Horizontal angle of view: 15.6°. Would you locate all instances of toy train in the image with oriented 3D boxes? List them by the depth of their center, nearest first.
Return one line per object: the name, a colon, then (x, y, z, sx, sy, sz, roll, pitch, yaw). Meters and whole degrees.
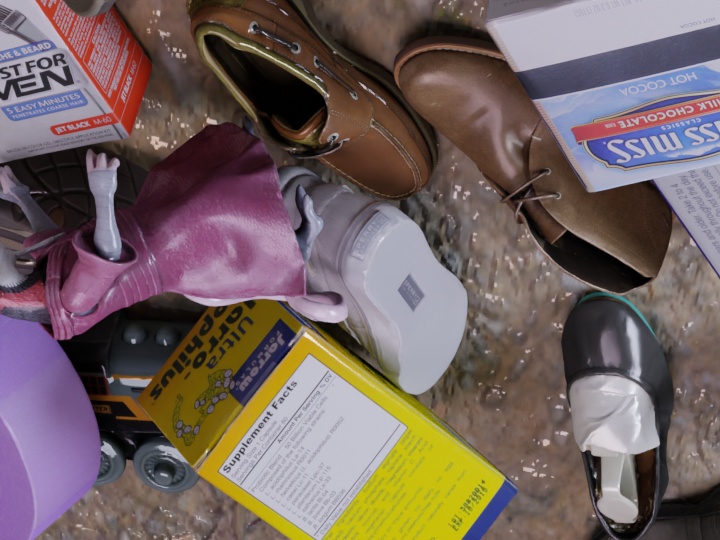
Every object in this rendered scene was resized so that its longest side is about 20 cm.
toy train: (-0.124, 0.081, 1.704, 0.198, 0.085, 0.115, 3, 130, 11)

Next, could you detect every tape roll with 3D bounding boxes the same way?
tape roll: (-0.260, 0.084, 1.684, 0.199, 0.066, 0.201, 28, 138, 28)

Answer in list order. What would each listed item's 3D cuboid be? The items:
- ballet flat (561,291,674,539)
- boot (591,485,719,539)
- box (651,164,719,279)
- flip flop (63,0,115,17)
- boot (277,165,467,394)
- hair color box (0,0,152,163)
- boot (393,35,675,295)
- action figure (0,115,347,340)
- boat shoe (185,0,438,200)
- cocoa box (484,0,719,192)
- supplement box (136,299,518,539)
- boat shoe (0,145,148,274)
ballet flat: (0.165, 0.102, 1.654, 0.067, 0.069, 0.201, 0, 138, 16)
boot: (0.214, 0.219, 1.730, 0.068, 0.131, 0.200, 35, 136, -27)
box: (0.280, -0.059, 1.406, 0.199, 0.105, 0.184, -15, 133, 29)
flip flop: (-0.193, -0.210, 1.333, 0.201, 0.058, 0.081, 56, 152, -10)
boot: (0.000, 0.000, 1.592, 0.095, 0.074, 0.200, 32, 163, 26)
hair color box: (-0.213, -0.151, 1.462, 0.110, 0.064, 0.200, -10, 134, 26)
boot: (0.100, -0.059, 1.479, 0.199, 0.076, 0.074, 33, 138, -21)
action figure: (-0.129, -0.006, 1.476, 0.199, 0.134, 0.150, -27, 104, -14)
boat shoe: (-0.031, -0.093, 1.477, 0.072, 0.068, 0.200, -24, 129, 33)
cocoa box: (0.182, -0.144, 1.308, 0.199, 0.134, 0.131, -12, 134, 27)
supplement box: (-0.020, 0.108, 1.617, 0.200, 0.109, 0.109, 39, 90, -32)
boat shoe: (-0.197, -0.036, 1.598, 0.199, 0.075, 0.073, 17, 151, 9)
